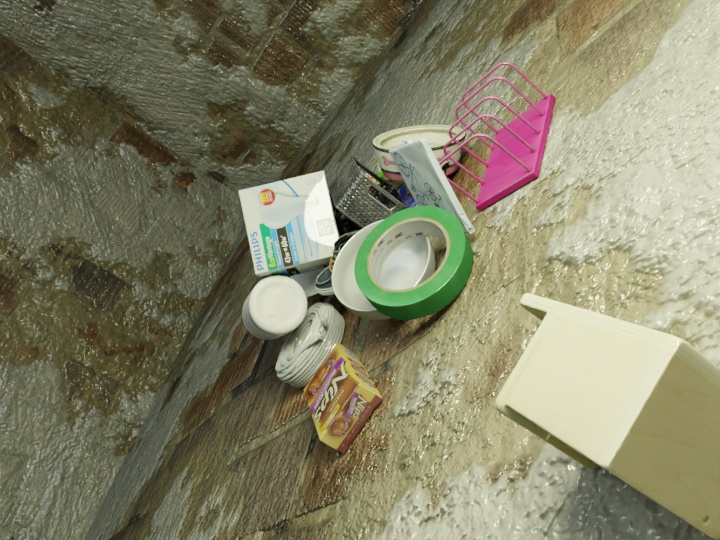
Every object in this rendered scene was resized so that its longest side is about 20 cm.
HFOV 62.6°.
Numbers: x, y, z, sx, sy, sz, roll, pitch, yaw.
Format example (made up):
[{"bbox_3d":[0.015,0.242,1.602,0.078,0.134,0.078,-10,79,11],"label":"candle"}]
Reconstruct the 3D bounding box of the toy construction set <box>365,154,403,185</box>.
[{"bbox_3d":[0.047,-0.242,1.559,0.200,0.091,0.132,147,129,-65],"label":"toy construction set"}]

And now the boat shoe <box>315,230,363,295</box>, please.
[{"bbox_3d":[-0.040,-0.020,1.235,0.199,0.091,0.071,-27,40,32],"label":"boat shoe"}]

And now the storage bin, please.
[{"bbox_3d":[0.014,-0.160,1.300,0.094,0.135,0.200,-52,18,12],"label":"storage bin"}]

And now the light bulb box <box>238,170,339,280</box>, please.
[{"bbox_3d":[-0.152,-0.096,1.340,0.198,0.200,0.125,-14,-9,-1],"label":"light bulb box"}]

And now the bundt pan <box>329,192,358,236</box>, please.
[{"bbox_3d":[-0.083,-0.098,1.467,0.200,0.075,0.204,2,93,37],"label":"bundt pan"}]

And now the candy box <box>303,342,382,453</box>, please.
[{"bbox_3d":[-0.036,0.221,1.060,0.117,0.056,0.200,-55,20,3],"label":"candy box"}]

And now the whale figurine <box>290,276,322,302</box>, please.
[{"bbox_3d":[-0.118,-0.016,1.580,0.159,0.103,0.201,-33,29,51],"label":"whale figurine"}]

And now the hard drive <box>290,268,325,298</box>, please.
[{"bbox_3d":[-0.127,-0.039,1.440,0.131,0.025,0.202,-20,79,36],"label":"hard drive"}]

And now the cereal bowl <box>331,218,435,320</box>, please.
[{"bbox_3d":[0.051,0.007,1.094,0.198,0.083,0.202,-17,50,21],"label":"cereal bowl"}]

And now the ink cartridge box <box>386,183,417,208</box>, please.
[{"bbox_3d":[0.111,-0.134,1.299,0.198,0.047,0.200,-49,22,18],"label":"ink cartridge box"}]

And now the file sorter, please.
[{"bbox_3d":[0.232,-0.239,1.033,0.139,0.125,0.201,-32,30,52],"label":"file sorter"}]

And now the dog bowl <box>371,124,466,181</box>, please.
[{"bbox_3d":[0.125,-0.249,1.258,0.201,0.198,0.074,-99,2,-64],"label":"dog bowl"}]

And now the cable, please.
[{"bbox_3d":[-0.114,0.164,1.330,0.200,0.069,0.200,-51,18,18],"label":"cable"}]

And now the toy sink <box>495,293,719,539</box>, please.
[{"bbox_3d":[0.207,0.112,0.505,0.113,0.130,0.200,-57,19,-3],"label":"toy sink"}]

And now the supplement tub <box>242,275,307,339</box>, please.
[{"bbox_3d":[-0.203,0.090,1.372,0.133,0.131,0.200,-62,10,-18],"label":"supplement tub"}]

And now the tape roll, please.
[{"bbox_3d":[0.088,-0.015,0.999,0.199,0.048,0.202,-16,50,20],"label":"tape roll"}]

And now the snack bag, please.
[{"bbox_3d":[0.125,-0.152,1.065,0.021,0.190,0.200,-31,10,-9],"label":"snack bag"}]
